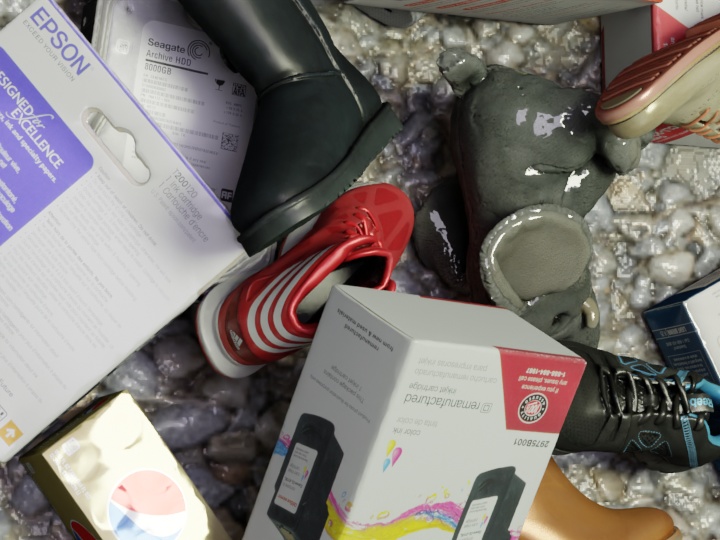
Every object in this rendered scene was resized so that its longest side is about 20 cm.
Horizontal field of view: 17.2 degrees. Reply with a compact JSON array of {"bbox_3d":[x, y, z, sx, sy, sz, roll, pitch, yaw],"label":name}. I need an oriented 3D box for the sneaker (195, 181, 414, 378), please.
[{"bbox_3d":[0.000,0.000,1.445,0.200,0.115,0.079,-44,113,-43],"label":"sneaker"}]

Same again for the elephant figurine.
[{"bbox_3d":[0.105,-0.019,1.518,0.154,0.141,0.202,18,92,11],"label":"elephant figurine"}]

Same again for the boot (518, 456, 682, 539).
[{"bbox_3d":[0.107,0.125,1.521,0.198,0.074,0.156,-7,84,-23],"label":"boot"}]

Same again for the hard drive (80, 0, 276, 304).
[{"bbox_3d":[-0.112,-0.084,1.482,0.139,0.038,0.202,12,78,-20],"label":"hard drive"}]

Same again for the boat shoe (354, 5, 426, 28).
[{"bbox_3d":[-0.029,-0.237,1.526,0.200,0.072,0.071,38,63,-24],"label":"boat shoe"}]

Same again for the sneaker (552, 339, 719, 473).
[{"bbox_3d":[0.172,0.079,1.492,0.199,0.082,0.074,12,69,-43],"label":"sneaker"}]

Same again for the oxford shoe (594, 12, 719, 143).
[{"bbox_3d":[0.218,-0.112,1.481,0.200,0.071,0.074,-31,100,-44],"label":"oxford shoe"}]

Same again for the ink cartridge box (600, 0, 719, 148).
[{"bbox_3d":[0.268,-0.159,1.617,0.198,0.084,0.146,3,81,-20],"label":"ink cartridge box"}]

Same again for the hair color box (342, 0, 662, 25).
[{"bbox_3d":[0.091,-0.197,1.506,0.199,0.101,0.062,-1,86,-46],"label":"hair color box"}]

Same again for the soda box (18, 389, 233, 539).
[{"bbox_3d":[-0.116,0.173,1.430,0.068,0.064,0.201,-37,96,-22],"label":"soda box"}]

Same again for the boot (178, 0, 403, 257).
[{"bbox_3d":[-0.064,-0.114,1.409,0.169,0.076,0.200,53,30,-8],"label":"boot"}]

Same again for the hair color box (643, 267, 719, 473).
[{"bbox_3d":[0.281,0.093,1.600,0.100,0.060,0.201,-27,93,-23],"label":"hair color box"}]

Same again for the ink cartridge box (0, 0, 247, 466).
[{"bbox_3d":[-0.197,-0.025,1.404,0.200,0.043,0.199,-40,94,-3],"label":"ink cartridge box"}]

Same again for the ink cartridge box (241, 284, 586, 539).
[{"bbox_3d":[0.026,0.121,1.387,0.145,0.083,0.201,8,108,-41],"label":"ink cartridge box"}]
